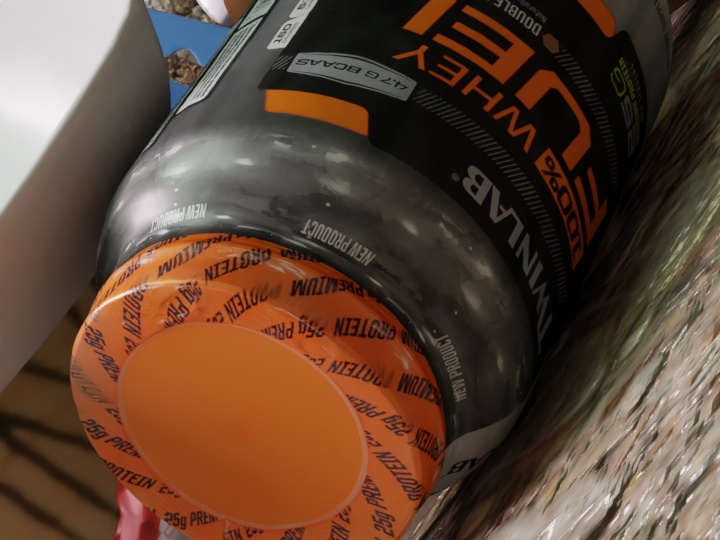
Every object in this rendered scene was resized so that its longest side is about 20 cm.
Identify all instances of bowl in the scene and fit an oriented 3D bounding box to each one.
[{"bbox_3d":[-0.158,-0.012,0.657,0.199,0.075,0.200,22,66,38],"label":"bowl"}]

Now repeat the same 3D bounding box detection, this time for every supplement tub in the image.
[{"bbox_3d":[0.006,-0.021,0.629,0.123,0.122,0.200,-48,9,45],"label":"supplement tub"}]

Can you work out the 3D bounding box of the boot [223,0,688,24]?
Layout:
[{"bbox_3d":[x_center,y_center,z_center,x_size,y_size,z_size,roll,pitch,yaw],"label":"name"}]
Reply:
[{"bbox_3d":[0.039,-0.142,0.745,0.200,0.155,0.074,-36,27,-11],"label":"boot"}]

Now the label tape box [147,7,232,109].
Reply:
[{"bbox_3d":[-0.098,-0.009,0.977,0.063,0.143,0.201,-80,4,-81],"label":"label tape box"}]

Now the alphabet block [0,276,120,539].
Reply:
[{"bbox_3d":[-0.123,0.067,0.804,0.200,0.196,0.195,-56,8,-20],"label":"alphabet block"}]

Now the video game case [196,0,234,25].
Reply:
[{"bbox_3d":[0.025,-0.192,1.048,0.200,0.023,0.182,-48,-11,17],"label":"video game case"}]

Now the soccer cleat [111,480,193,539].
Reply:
[{"bbox_3d":[-0.042,0.089,0.685,0.069,0.085,0.201,146,136,-62],"label":"soccer cleat"}]
